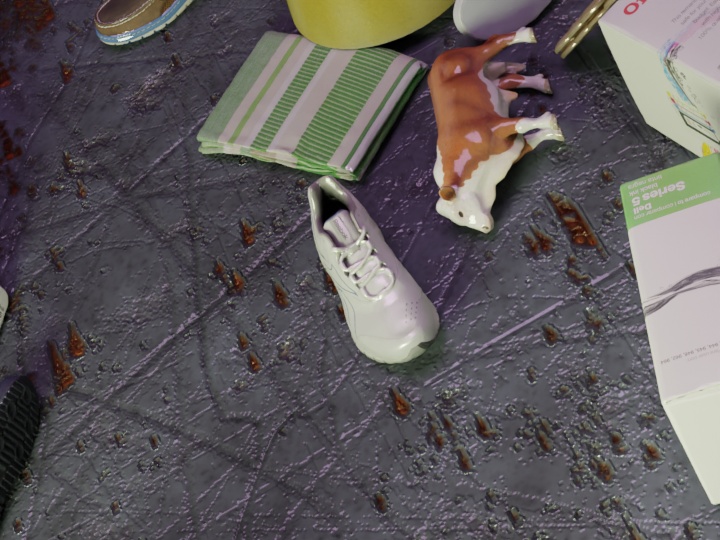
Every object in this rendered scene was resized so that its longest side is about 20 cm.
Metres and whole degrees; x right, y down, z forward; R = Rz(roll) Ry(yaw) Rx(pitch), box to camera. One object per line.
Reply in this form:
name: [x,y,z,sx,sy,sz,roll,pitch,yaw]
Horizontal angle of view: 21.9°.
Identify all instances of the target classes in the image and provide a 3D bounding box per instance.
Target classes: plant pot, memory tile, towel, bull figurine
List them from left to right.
towel: [-0.048,-0.157,1.759,0.199,0.023,0.153,13,61,37]
plant pot: [0.000,-0.333,1.774,0.199,0.142,0.201,-14,44,14]
bull figurine: [0.112,-0.127,1.620,0.121,0.065,0.201,-17,51,10]
memory tile: [0.235,-0.255,1.588,0.017,0.200,0.153,44,78,1]

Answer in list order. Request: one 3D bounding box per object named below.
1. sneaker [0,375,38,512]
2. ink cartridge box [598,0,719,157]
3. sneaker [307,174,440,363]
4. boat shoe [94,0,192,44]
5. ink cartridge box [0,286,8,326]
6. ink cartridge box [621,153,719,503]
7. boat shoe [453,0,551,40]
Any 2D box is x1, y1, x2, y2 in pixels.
sneaker: [-0.348,0.177,1.622,0.081,0.070,0.201,2,55,26]
ink cartridge box: [0.322,-0.167,1.481,0.147,0.145,0.200,-43,47,-8]
sneaker: [0.000,0.000,1.564,0.074,0.087,0.200,-33,48,-2]
boat shoe: [-0.201,-0.315,1.928,0.199,0.073,0.072,-37,46,-2]
ink cartridge box: [-0.456,0.029,1.744,0.199,0.146,0.085,-7,52,24]
ink cartridge box: [0.259,0.042,1.340,0.083,0.146,0.201,-17,48,16]
boat shoe: [0.155,-0.292,1.733,0.200,0.071,0.070,-48,21,-8]
